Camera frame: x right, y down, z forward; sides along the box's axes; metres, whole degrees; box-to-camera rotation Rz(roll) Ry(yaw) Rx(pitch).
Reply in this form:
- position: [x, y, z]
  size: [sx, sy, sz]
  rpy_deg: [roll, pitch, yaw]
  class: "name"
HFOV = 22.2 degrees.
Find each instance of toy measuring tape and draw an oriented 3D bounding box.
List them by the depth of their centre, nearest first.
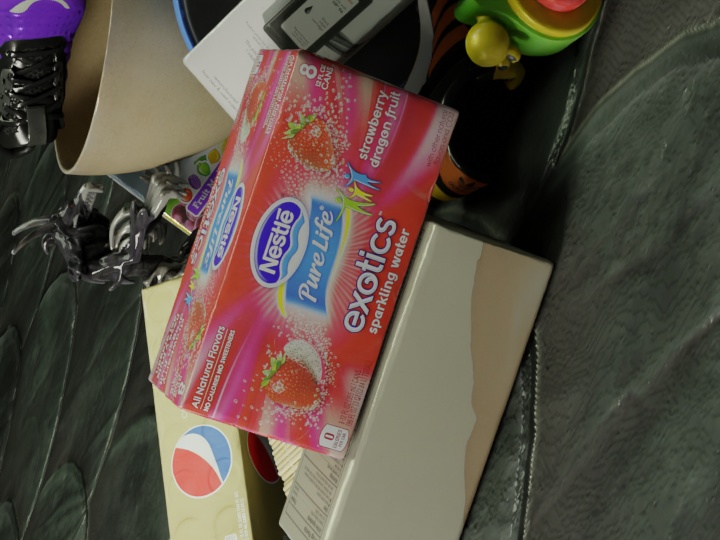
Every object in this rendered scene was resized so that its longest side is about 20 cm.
- position: [0.121, -0.186, 1.056]
  size: [0.201, 0.073, 0.074]
  rpy_deg: [-56, 11, -26]
  class: "toy measuring tape"

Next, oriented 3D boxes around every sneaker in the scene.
- position: [0.075, -0.138, 1.121]
  size: [0.090, 0.070, 0.202]
  rpy_deg: [4, 78, 56]
  class: "sneaker"
- position: [-0.231, -0.140, 1.296]
  size: [0.200, 0.069, 0.100]
  rpy_deg: [131, 133, -63]
  class: "sneaker"

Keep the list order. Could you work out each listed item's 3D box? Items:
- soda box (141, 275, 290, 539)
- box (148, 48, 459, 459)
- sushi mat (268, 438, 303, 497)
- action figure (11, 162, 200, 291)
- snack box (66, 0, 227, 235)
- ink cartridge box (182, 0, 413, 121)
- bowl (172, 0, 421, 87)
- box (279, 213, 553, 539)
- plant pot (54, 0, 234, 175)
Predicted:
- position: [-0.097, 0.103, 1.265]
  size: [0.067, 0.064, 0.202]
  rpy_deg: [-18, 69, 25]
  class: "soda box"
- position: [-0.033, -0.011, 1.003]
  size: [0.095, 0.099, 0.202]
  rpy_deg: [-158, 87, -72]
  class: "box"
- position: [-0.009, 0.059, 1.163]
  size: [0.200, 0.012, 0.096]
  rpy_deg: [-47, 57, 38]
  class: "sushi mat"
- position: [-0.150, -0.031, 1.349]
  size: [0.119, 0.198, 0.103]
  rpy_deg: [-126, 51, -69]
  class: "action figure"
- position: [-0.143, -0.138, 1.444]
  size: [0.169, 0.199, 0.068]
  rpy_deg: [-55, 10, -3]
  class: "snack box"
- position: [-0.001, -0.175, 1.075]
  size: [0.200, 0.068, 0.116]
  rpy_deg: [-38, 6, 34]
  class: "ink cartridge box"
- position: [-0.028, -0.187, 1.191]
  size: [0.039, 0.199, 0.202]
  rpy_deg: [-51, -17, -79]
  class: "bowl"
- position: [0.028, 0.072, 1.030]
  size: [0.095, 0.077, 0.202]
  rpy_deg: [-147, 75, -71]
  class: "box"
- position: [-0.136, -0.162, 1.318]
  size: [0.200, 0.133, 0.202]
  rpy_deg: [-174, 90, -70]
  class: "plant pot"
